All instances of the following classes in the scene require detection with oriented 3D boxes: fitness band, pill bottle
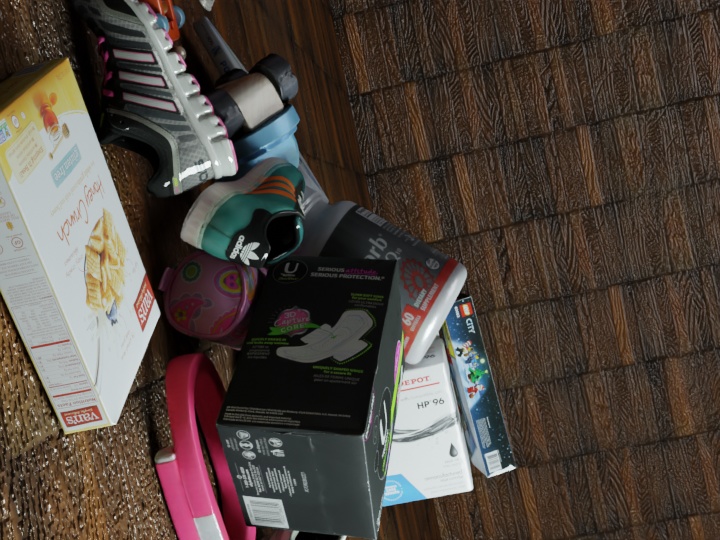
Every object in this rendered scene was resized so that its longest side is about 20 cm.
[{"bbox_3d":[-0.130,0.171,0.789,0.144,0.037,0.203,-89,166,-73],"label":"fitness band"},{"bbox_3d":[0.000,0.000,0.955,0.117,0.198,0.116,-59,171,-14],"label":"pill bottle"}]

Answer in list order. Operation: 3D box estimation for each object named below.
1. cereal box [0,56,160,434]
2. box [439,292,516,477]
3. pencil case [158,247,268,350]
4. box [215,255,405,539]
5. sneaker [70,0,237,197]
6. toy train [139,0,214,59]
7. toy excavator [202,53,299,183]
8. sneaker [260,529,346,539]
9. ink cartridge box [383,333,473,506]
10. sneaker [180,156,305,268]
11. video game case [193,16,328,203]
[{"bbox_3d":[-0.188,-0.019,0.593,0.144,0.039,0.202,-88,165,-63],"label":"cereal box"},{"bbox_3d":[0.119,0.124,1.080,0.137,0.037,0.203,-154,-132,-79],"label":"box"},{"bbox_3d":[-0.123,0.030,0.885,0.200,0.086,0.089,39,40,-78],"label":"pencil case"},{"bbox_3d":[-0.033,0.106,0.817,0.201,0.122,0.150,-76,165,-46],"label":"box"},{"bbox_3d":[-0.182,-0.143,0.730,0.201,0.087,0.074,57,-15,-9],"label":"sneaker"},{"bbox_3d":[-0.202,-0.292,0.911,0.201,0.055,0.152,-81,159,-63],"label":"toy train"},{"bbox_3d":[-0.118,-0.094,0.944,0.100,0.193,0.202,-39,112,-33],"label":"toy excavator"},{"bbox_3d":[-0.034,0.238,0.925,0.074,0.088,0.201,42,42,-12],"label":"sneaker"},{"bbox_3d":[0.049,0.151,1.026,0.068,0.114,0.202,-81,158,-71],"label":"ink cartridge box"},{"bbox_3d":[-0.082,-0.044,0.820,0.072,0.079,0.200,-61,173,24],"label":"sneaker"},{"bbox_3d":[-0.115,-0.183,1.105,0.183,0.022,0.200,60,5,26],"label":"video game case"}]
